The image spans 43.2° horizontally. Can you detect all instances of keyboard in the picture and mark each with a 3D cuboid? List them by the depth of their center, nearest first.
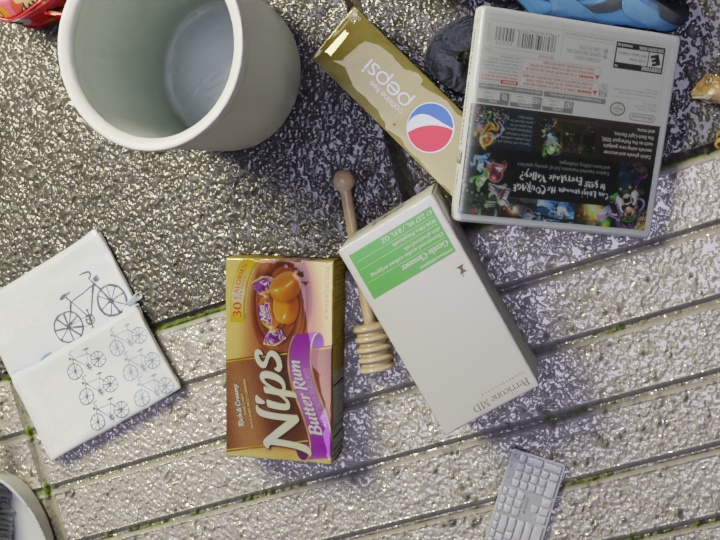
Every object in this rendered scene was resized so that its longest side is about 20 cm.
[{"bbox_3d":[0.151,0.281,0.916,0.055,0.011,0.204,17,99,10],"label":"keyboard"}]

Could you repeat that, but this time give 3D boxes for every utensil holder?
[{"bbox_3d":[-0.154,-0.195,0.840,0.166,0.200,0.174,1,96,11],"label":"utensil holder"}]

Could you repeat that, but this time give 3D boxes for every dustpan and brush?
[{"bbox_3d":[-0.413,0.247,1.008,0.136,0.057,0.205,-1,95,12],"label":"dustpan and brush"}]

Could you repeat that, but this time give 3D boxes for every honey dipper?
[{"bbox_3d":[0.000,0.000,0.909,0.037,0.038,0.205,-9,92,13],"label":"honey dipper"}]

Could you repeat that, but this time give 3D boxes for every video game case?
[{"bbox_3d":[0.185,-0.129,0.820,0.195,0.023,0.186,4,99,-15],"label":"video game case"}]

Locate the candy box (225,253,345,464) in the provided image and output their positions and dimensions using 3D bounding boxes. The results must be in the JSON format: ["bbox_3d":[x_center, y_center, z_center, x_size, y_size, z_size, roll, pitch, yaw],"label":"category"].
[{"bbox_3d":[-0.076,0.088,0.924,0.114,0.056,0.205,2,95,12],"label":"candy box"}]

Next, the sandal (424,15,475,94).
[{"bbox_3d":[0.155,-0.193,0.851,0.196,0.048,0.077,14,98,9],"label":"sandal"}]

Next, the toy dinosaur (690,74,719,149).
[{"bbox_3d":[0.383,-0.109,0.804,0.197,0.060,0.108,27,99,8],"label":"toy dinosaur"}]

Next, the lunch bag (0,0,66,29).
[{"bbox_3d":[-0.307,-0.342,0.919,0.197,0.082,0.179,-27,90,13],"label":"lunch bag"}]

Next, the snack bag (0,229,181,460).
[{"bbox_3d":[-0.311,0.079,0.991,0.186,0.021,0.203,-27,89,14],"label":"snack bag"}]

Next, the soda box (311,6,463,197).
[{"bbox_3d":[0.048,-0.155,0.867,0.200,0.068,0.064,44,101,5],"label":"soda box"}]

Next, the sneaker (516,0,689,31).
[{"bbox_3d":[0.200,-0.256,0.837,0.196,0.066,0.079,23,131,1],"label":"sneaker"}]

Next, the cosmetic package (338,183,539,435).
[{"bbox_3d":[0.076,0.034,0.857,0.106,0.085,0.202,-30,96,13],"label":"cosmetic package"}]
